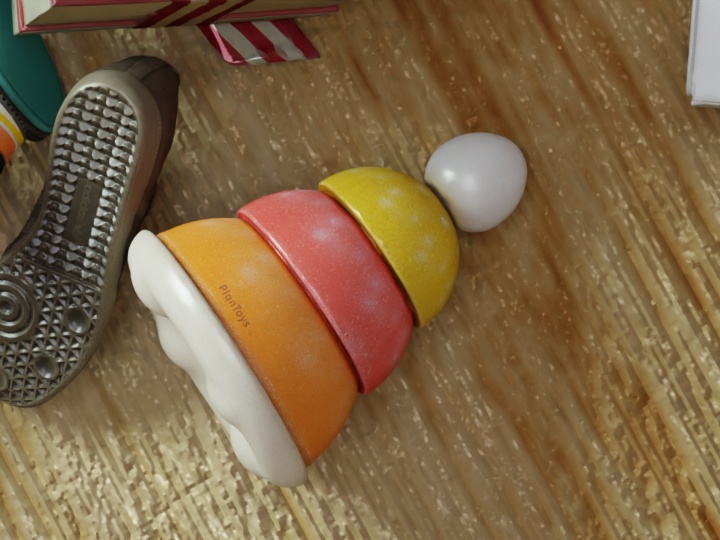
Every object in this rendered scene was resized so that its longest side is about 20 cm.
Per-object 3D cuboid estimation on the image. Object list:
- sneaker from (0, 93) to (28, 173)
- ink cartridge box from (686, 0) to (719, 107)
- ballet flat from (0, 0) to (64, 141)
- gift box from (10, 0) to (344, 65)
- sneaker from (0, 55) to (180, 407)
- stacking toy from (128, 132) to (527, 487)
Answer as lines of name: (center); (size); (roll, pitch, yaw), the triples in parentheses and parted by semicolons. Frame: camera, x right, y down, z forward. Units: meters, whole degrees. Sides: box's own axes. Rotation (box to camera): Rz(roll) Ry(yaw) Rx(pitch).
sneaker: (-0.267, -0.071, 1.167); (0.200, 0.070, 0.090); (18, 67, 22)
ink cartridge box: (0.260, -0.142, 1.117); (0.200, 0.084, 0.145); (5, 93, 9)
ballet flat: (-0.214, -0.143, 1.170); (0.068, 0.068, 0.200); (-9, 130, 18)
gift box: (-0.072, -0.193, 1.122); (0.200, 0.187, 0.185); (0, 92, -15)
sneaker: (-0.136, -0.018, 1.200); (0.070, 0.076, 0.200); (32, 119, 8)
stacking toy: (0.000, 0.000, 1.159); (0.200, 0.146, 0.146); (-32, 86, -8)
